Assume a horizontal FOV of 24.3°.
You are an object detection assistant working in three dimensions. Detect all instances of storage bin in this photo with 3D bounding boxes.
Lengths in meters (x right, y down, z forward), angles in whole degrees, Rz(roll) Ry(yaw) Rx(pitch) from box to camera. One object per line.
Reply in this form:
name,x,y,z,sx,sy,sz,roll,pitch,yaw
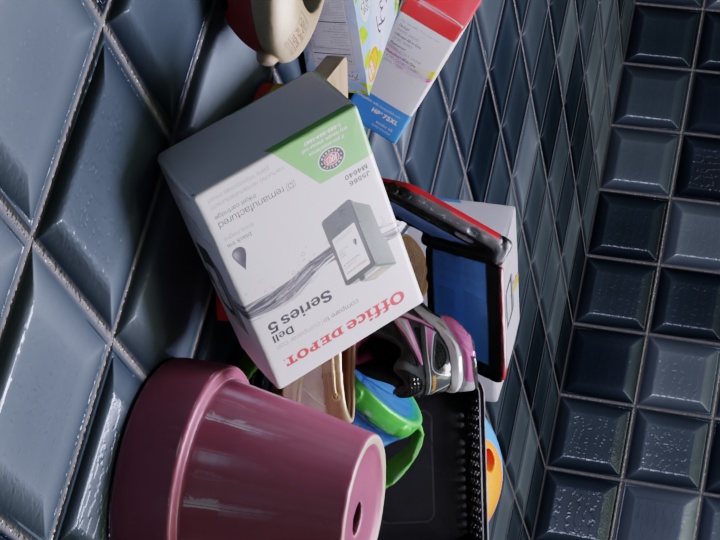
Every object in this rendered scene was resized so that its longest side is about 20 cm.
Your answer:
storage bin,0.052,0.201,1.681,0.094,0.134,0.202,161,-72,-82

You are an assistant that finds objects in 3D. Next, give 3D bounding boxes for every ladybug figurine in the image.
ladybug figurine,-0.068,-0.264,1.366,0.136,0.071,0.201,55,44,-69

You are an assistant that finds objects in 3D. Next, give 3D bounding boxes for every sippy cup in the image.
sippy cup,-0.034,0.136,1.547,0.130,0.178,0.140,-45,174,12

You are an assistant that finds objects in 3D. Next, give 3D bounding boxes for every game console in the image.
game console,0.054,0.001,1.536,0.119,0.172,0.200,-63,-162,-3

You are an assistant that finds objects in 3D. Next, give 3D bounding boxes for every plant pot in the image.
plant pot,-0.081,0.180,1.340,0.200,0.178,0.201,7,90,-75

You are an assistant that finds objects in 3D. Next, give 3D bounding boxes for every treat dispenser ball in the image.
treat dispenser ball,0.056,0.220,1.828,0.201,0.200,0.202,8,90,-75

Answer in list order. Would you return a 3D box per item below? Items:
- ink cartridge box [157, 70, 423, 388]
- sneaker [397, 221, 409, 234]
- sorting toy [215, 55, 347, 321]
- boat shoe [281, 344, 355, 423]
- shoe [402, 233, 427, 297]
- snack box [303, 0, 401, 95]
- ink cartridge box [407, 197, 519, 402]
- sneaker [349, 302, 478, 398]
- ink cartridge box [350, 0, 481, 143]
ink cartridge box,-0.051,-0.030,1.316,0.145,0.084,0.201,-31,127,-12
sneaker,0.000,0.000,1.676,0.200,0.075,0.114,-40,129,-43
sorting toy,-0.071,-0.063,1.464,0.199,0.069,0.201,-58,151,-58
boat shoe,-0.017,0.037,1.444,0.074,0.069,0.201,21,77,-75
shoe,0.024,0.032,1.759,0.070,0.053,0.200,52,33,-23
snack box,-0.012,-0.294,1.570,0.201,0.067,0.169,78,24,-49
ink cartridge box,0.107,0.034,2.024,0.201,0.146,0.147,83,20,-46
sneaker,0.018,0.052,1.504,0.086,0.200,0.081,-15,118,-29
ink cartridge box,0.066,-0.244,1.727,0.200,0.067,0.116,-58,-178,37
